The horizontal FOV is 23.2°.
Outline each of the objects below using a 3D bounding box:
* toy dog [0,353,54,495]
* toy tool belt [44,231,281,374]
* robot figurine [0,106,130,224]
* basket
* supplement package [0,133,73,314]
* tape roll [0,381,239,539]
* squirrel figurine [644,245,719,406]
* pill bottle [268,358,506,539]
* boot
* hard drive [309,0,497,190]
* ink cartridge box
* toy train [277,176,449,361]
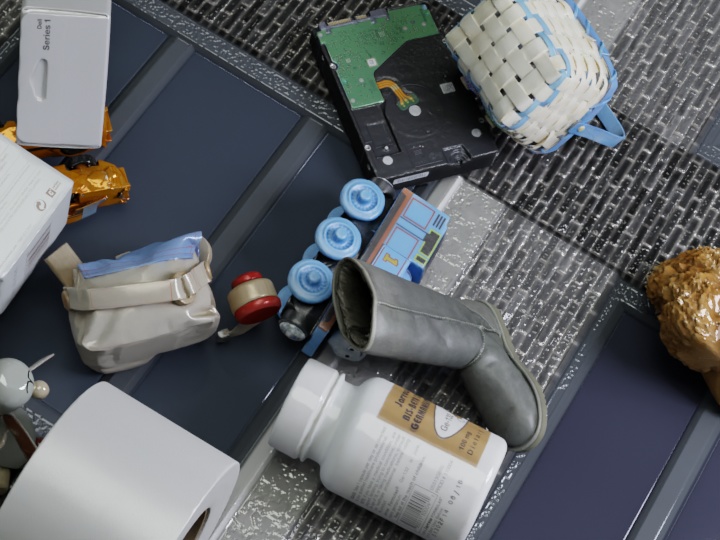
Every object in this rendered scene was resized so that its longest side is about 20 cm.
[{"bbox_3d":[-0.296,0.136,1.530,0.096,0.200,0.133,7,86,-18],"label":"toy dog"},{"bbox_3d":[-0.185,0.008,1.644,0.199,0.125,0.123,-16,72,-16],"label":"toy tool belt"},{"bbox_3d":[-0.332,-0.094,1.709,0.199,0.058,0.146,-11,64,-17],"label":"robot figurine"},{"bbox_3d":[0.187,-0.212,1.819,0.200,0.139,0.177,2,52,-53],"label":"basket"},{"bbox_3d":[-0.377,-0.073,1.593,0.199,0.117,0.118,33,69,0],"label":"supplement package"},{"bbox_3d":[-0.211,0.214,1.483,0.139,0.203,0.203,31,61,6],"label":"tape roll"},{"bbox_3d":[0.385,0.031,1.732,0.199,0.142,0.187,22,54,-1],"label":"squirrel figurine"},{"bbox_3d":[0.023,0.163,1.603,0.199,0.114,0.115,26,60,4],"label":"pill bottle"},{"bbox_3d":[0.073,0.079,1.626,0.200,0.073,0.182,22,34,-50],"label":"boot"},{"bbox_3d":[0.043,-0.183,1.838,0.139,0.038,0.201,-15,66,-18],"label":"hard drive"},{"bbox_3d":[-0.285,-0.229,1.698,0.083,0.145,0.200,3,33,-9],"label":"ink cartridge box"},{"bbox_3d":[0.000,0.000,1.706,0.114,0.087,0.200,31,61,0],"label":"toy train"}]
